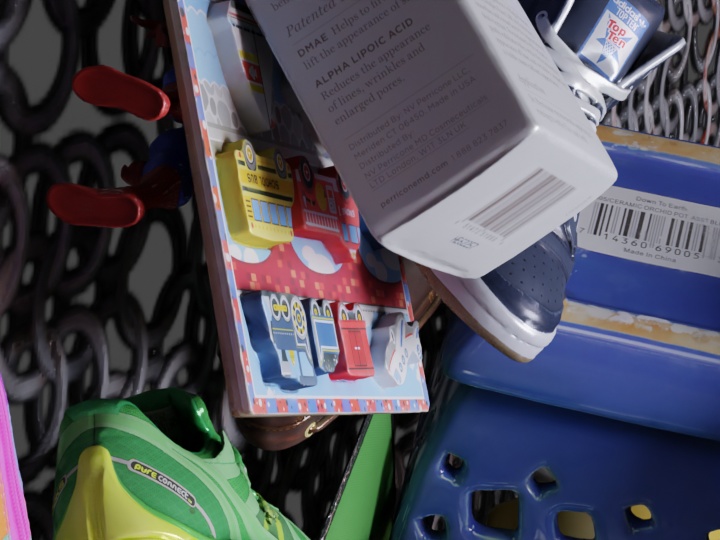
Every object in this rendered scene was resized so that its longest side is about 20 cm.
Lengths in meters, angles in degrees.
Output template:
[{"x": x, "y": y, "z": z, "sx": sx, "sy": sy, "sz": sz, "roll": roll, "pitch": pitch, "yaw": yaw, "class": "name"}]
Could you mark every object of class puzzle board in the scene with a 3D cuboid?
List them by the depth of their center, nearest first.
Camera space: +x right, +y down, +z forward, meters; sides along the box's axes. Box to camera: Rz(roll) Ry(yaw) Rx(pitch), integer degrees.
[{"x": -0.017, "y": -0.023, "z": 0.982, "sx": 0.200, "sy": 0.017, "sz": 0.151, "roll": 8, "pitch": 71, "yaw": -72, "class": "puzzle board"}]

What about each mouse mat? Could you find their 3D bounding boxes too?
[{"x": -0.013, "y": 0.149, "z": 1.166, "sx": 0.200, "sy": 0.008, "sz": 0.161, "roll": 89, "pitch": 21, "yaw": -62, "class": "mouse mat"}]

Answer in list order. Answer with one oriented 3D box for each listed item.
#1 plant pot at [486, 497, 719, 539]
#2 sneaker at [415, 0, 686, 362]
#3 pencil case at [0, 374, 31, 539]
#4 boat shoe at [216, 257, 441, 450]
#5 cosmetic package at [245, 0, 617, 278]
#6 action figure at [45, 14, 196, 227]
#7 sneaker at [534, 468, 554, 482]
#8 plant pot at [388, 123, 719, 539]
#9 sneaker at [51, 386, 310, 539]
[{"x": 0.135, "y": 0.213, "z": 1.398, "sx": 0.201, "sy": 0.200, "sz": 0.189, "roll": 34, "pitch": 50, "yaw": -66, "class": "plant pot"}, {"x": 0.074, "y": -0.055, "z": 1.063, "sx": 0.070, "sy": 0.108, "sz": 0.200, "roll": 39, "pitch": 24, "yaw": -23, "class": "sneaker"}, {"x": -0.135, "y": 0.066, "z": 0.803, "sx": 0.088, "sy": 0.088, "sz": 0.200, "roll": -57, "pitch": 146, "yaw": -46, "class": "pencil case"}, {"x": 0.000, "y": 0.000, "z": 1.135, "sx": 0.200, "sy": 0.070, "sz": 0.070, "roll": -43, "pitch": 143, "yaw": -47, "class": "boat shoe"}, {"x": 0.004, "y": -0.103, "z": 0.961, "sx": 0.200, "sy": 0.074, "sz": 0.102, "roll": 60, "pitch": 14, "yaw": 19, "class": "cosmetic package"}, {"x": -0.059, "y": -0.057, "z": 0.991, "sx": 0.200, "sy": 0.052, "sz": 0.066, "roll": -23, "pitch": 124, "yaw": -70, "class": "action figure"}, {"x": 0.150, "y": 0.091, "z": 1.500, "sx": 0.200, "sy": 0.088, "sz": 0.075, "roll": 27, "pitch": 73, "yaw": -62, "class": "sneaker"}, {"x": 0.127, "y": 0.050, "z": 1.212, "sx": 0.200, "sy": 0.199, "sz": 0.180, "roll": -71, "pitch": 170, "yaw": -48, "class": "plant pot"}, {"x": -0.060, "y": 0.086, "z": 0.993, "sx": 0.200, "sy": 0.074, "sz": 0.084, "roll": 46, "pitch": 36, "yaw": -74, "class": "sneaker"}]
